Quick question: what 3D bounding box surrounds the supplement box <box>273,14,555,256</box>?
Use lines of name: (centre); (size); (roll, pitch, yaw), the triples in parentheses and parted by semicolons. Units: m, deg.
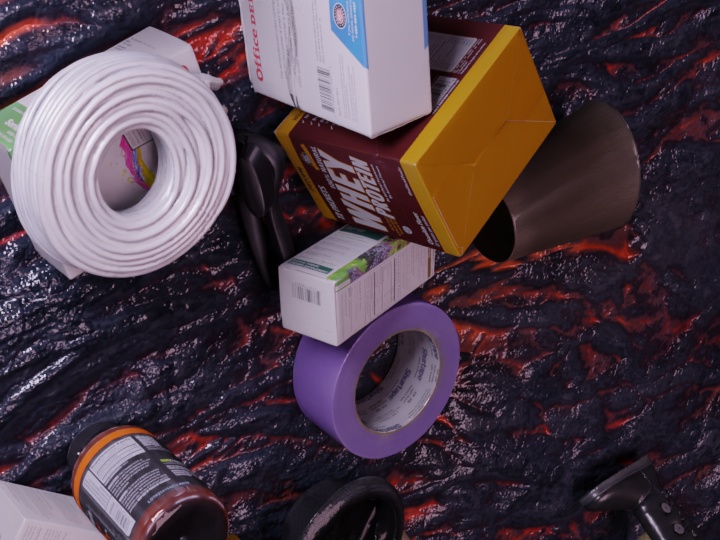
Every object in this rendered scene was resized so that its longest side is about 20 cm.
supplement box: (0.058, -0.150, 1.240); (0.198, 0.198, 0.133); (-52, 135, -21)

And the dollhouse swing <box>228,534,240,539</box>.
dollhouse swing: (-0.177, 0.424, 1.324); (0.180, 0.199, 0.178); (11, 102, -43)

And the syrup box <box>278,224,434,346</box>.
syrup box: (0.000, 0.000, 1.328); (0.199, 0.078, 0.083); (-34, 131, -46)

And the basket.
basket: (0.233, -0.099, 1.487); (0.198, 0.136, 0.183); (-23, 129, -27)

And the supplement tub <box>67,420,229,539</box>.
supplement tub: (-0.222, 0.226, 1.193); (0.106, 0.199, 0.109); (-17, 120, -33)

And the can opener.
can opener: (-0.107, -0.061, 1.261); (0.202, 0.062, 0.079); (82, 29, -42)

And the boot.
boot: (0.457, 0.410, 1.870); (0.163, 0.202, 0.066); (-21, 162, -32)

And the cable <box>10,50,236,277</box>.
cable: (-0.203, -0.089, 1.034); (0.198, 0.069, 0.203); (11, 102, -43)

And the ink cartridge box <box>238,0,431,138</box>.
ink cartridge box: (-0.028, -0.232, 1.148); (0.083, 0.199, 0.147); (-25, 125, -31)

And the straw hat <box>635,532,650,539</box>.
straw hat: (0.406, 0.499, 1.940); (0.084, 0.201, 0.203); (27, 92, -1)

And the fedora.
fedora: (-0.039, 0.334, 1.478); (0.199, 0.091, 0.204); (-19, 121, -33)

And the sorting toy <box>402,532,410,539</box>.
sorting toy: (0.023, 0.470, 1.634); (0.200, 0.036, 0.186); (-46, 132, -15)

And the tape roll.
tape roll: (0.021, 0.118, 1.434); (0.198, 0.085, 0.203); (-19, 121, -34)

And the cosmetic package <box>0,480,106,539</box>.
cosmetic package: (-0.305, 0.301, 1.237); (0.199, 0.084, 0.109); (27, 92, -45)

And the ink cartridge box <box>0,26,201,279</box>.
ink cartridge box: (-0.231, -0.113, 1.107); (0.199, 0.084, 0.146); (-36, 129, -24)
